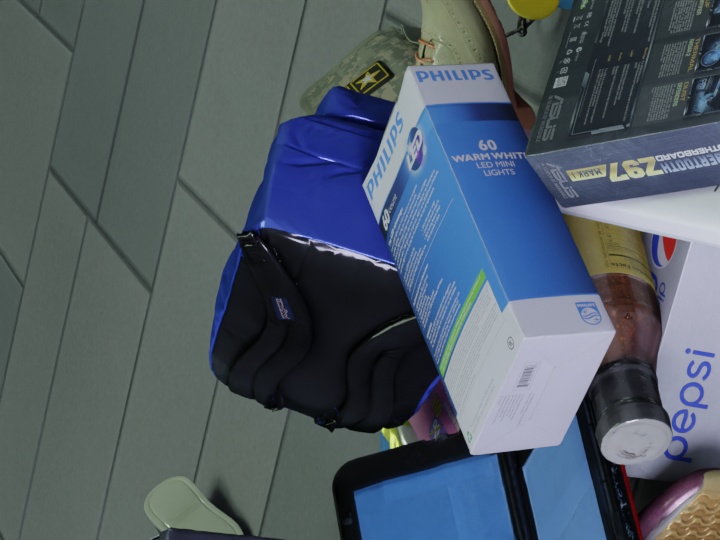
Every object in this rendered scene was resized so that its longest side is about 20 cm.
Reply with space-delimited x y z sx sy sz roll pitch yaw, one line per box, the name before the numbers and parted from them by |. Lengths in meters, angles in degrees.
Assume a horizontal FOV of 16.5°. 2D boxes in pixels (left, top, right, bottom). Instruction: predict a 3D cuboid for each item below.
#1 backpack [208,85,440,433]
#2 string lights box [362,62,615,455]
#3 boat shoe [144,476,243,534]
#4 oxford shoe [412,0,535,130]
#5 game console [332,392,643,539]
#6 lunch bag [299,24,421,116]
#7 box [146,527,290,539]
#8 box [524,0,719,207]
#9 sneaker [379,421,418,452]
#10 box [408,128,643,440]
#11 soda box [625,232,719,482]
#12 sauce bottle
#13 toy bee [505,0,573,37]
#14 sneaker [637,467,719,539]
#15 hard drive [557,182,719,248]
backpack | 0.000 0.000 1.563 0.200 0.162 0.168 112 178 -51
string lights box | 0.067 -0.009 1.387 0.103 0.059 0.201 112 147 -46
boat shoe | -0.135 0.256 2.224 0.062 0.073 0.200 61 172 -34
oxford shoe | 0.063 -0.139 1.689 0.071 0.074 0.201 -129 14 -70
game console | 0.072 0.153 1.432 0.173 0.118 0.201 114 152 -49
lunch bag | 0.015 -0.078 1.873 0.201 0.117 0.164 -69 23 14
box | -0.086 0.272 1.871 0.197 0.199 0.118 146 129 -63
box | 0.188 -0.133 1.355 0.157 0.051 0.201 -10 47 35
sneaker | 0.033 0.127 1.794 0.105 0.075 0.201 124 147 -49
box | 0.109 0.035 1.607 0.176 0.096 0.201 -119 43 -58
soda box | 0.195 0.021 1.431 0.063 0.068 0.201 -132 54 -66
sauce bottle | 0.135 0.020 1.400 0.066 0.066 0.201 120 153 -43
toy bee | 0.113 -0.216 1.661 0.200 0.108 0.131 -47 26 43
sneaker | 0.158 0.169 1.458 0.200 0.075 0.090 -63 33 37
hard drive | 0.193 -0.075 1.358 0.200 0.027 0.132 16 64 47
